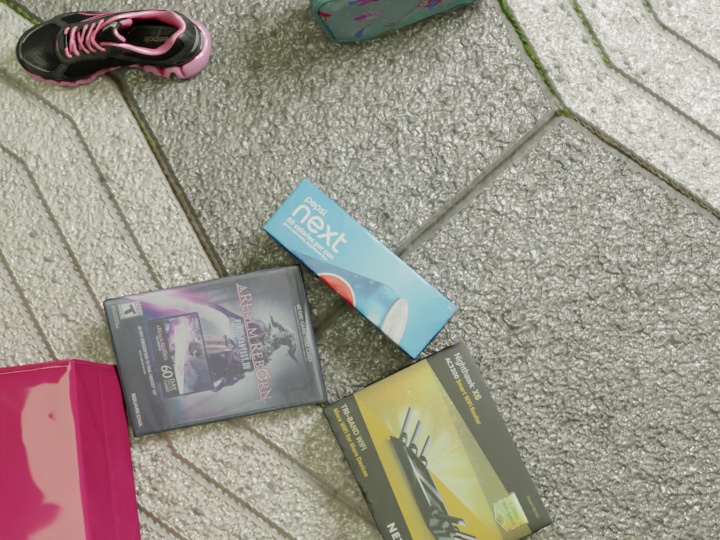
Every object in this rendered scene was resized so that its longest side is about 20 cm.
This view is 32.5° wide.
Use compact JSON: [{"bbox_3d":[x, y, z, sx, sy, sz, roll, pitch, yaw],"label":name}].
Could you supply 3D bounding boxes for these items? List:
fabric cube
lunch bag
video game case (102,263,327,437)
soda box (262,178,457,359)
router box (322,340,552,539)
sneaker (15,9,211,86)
[{"bbox_3d":[-0.329,0.196,1.164,0.196,0.200,0.199,-8,83,2],"label":"fabric cube"},{"bbox_3d":[0.047,-0.292,1.212,0.200,0.160,0.077,-16,80,6],"label":"lunch bag"},{"bbox_3d":[-0.145,0.080,1.238,0.200,0.019,0.143,-11,100,3],"label":"video game case"},{"bbox_3d":[0.000,0.000,1.235,0.200,0.064,0.068,41,88,5],"label":"soda box"},{"bbox_3d":[0.075,0.191,1.223,0.157,0.052,0.200,-26,85,-1],"label":"router box"},{"bbox_3d":[-0.255,-0.234,1.246,0.200,0.095,0.079,-5,87,3],"label":"sneaker"}]
